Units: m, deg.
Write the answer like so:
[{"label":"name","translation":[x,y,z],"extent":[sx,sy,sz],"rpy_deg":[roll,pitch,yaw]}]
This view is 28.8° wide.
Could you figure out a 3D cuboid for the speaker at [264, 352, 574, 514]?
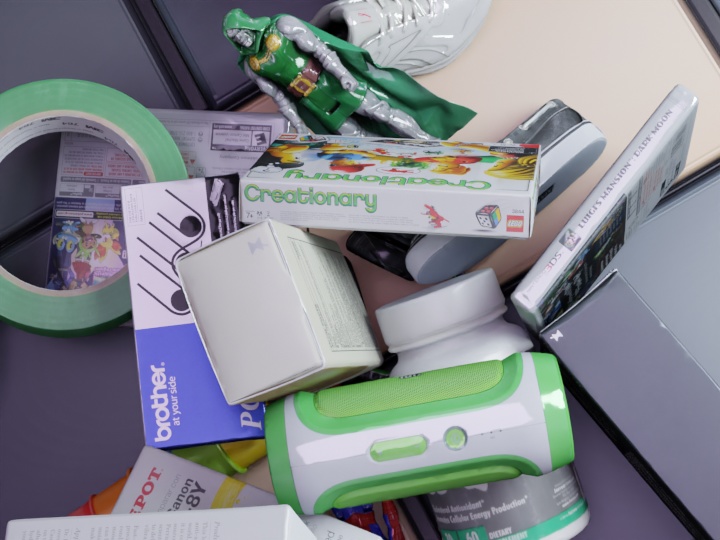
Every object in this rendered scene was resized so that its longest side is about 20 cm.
[{"label":"speaker","translation":[0.039,0.109,0.943],"extent":[0.198,0.088,0.089],"rpy_deg":[-10,81,3]}]

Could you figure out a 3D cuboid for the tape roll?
[{"label":"tape roll","translation":[-0.234,-0.049,1.116],"extent":[0.198,0.048,0.203],"rpy_deg":[1,80,-8]}]

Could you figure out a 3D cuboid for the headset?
[{"label":"headset","translation":[0.000,0.000,1.097],"extent":[0.124,0.094,0.200],"rpy_deg":[-45,88,1]}]

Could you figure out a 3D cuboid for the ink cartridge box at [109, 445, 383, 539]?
[{"label":"ink cartridge box","translation":[-0.091,0.229,0.986],"extent":[0.198,0.084,0.146],"rpy_deg":[17,68,23]}]

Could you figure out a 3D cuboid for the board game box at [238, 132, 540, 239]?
[{"label":"board game box","translation":[0.025,-0.061,0.988],"extent":[0.198,0.126,0.035],"rpy_deg":[3,111,9]}]

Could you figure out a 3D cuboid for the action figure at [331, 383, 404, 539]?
[{"label":"action figure","translation":[-0.010,0.176,1.100],"extent":[0.065,0.052,0.202],"rpy_deg":[-21,82,2]}]

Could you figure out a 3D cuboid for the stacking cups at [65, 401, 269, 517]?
[{"label":"stacking cups","translation":[-0.154,0.169,1.115],"extent":[0.199,0.061,0.061],"rpy_deg":[-34,78,3]}]

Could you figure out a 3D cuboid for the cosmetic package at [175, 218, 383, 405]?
[{"label":"cosmetic package","translation":[-0.050,0.031,0.965],"extent":[0.071,0.200,0.106],"rpy_deg":[-23,81,10]}]

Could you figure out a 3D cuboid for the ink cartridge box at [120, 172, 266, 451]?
[{"label":"ink cartridge box","translation":[-0.126,0.032,1.068],"extent":[0.093,0.044,0.202],"rpy_deg":[-6,81,-4]}]

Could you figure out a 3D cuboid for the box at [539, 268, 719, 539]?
[{"label":"box","translation":[0.221,0.107,1.023],"extent":[0.079,0.141,0.200],"rpy_deg":[-40,79,2]}]

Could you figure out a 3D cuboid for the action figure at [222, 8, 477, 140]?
[{"label":"action figure","translation":[-0.024,-0.135,1.077],"extent":[0.199,0.055,0.118],"rpy_deg":[34,125,-16]}]

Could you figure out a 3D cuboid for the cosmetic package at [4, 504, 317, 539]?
[{"label":"cosmetic package","translation":[-0.133,0.216,0.914],"extent":[0.198,0.071,0.102],"rpy_deg":[-5,61,14]}]

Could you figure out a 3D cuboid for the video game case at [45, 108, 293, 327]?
[{"label":"video game case","translation":[-0.159,-0.043,1.166],"extent":[0.198,0.023,0.184],"rpy_deg":[3,83,9]}]

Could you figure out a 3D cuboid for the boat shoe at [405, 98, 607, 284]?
[{"label":"boat shoe","translation":[0.100,-0.067,1.083],"extent":[0.199,0.074,0.068],"rpy_deg":[-39,69,-16]}]

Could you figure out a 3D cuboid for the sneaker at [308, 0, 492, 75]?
[{"label":"sneaker","translation":[0.019,-0.191,1.117],"extent":[0.199,0.099,0.078],"rpy_deg":[-31,79,4]}]

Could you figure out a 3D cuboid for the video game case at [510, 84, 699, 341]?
[{"label":"video game case","translation":[0.177,-0.033,1.018],"extent":[0.023,0.200,0.182],"rpy_deg":[38,89,13]}]

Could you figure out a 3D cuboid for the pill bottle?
[{"label":"pill bottle","translation":[0.087,0.108,1.040],"extent":[0.112,0.113,0.202],"rpy_deg":[-20,91,6]}]
